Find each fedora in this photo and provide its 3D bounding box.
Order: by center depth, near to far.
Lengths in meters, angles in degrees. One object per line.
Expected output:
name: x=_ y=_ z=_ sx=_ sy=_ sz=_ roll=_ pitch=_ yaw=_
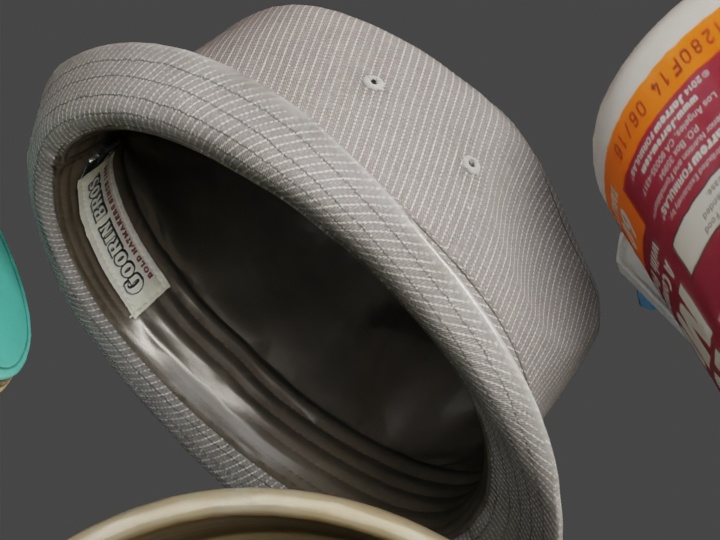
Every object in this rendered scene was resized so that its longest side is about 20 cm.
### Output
fedora: x=0.000 y=0.000 z=0.761 sx=0.200 sy=0.177 sz=0.090 roll=39 pitch=58 yaw=10

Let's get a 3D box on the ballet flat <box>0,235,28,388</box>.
ballet flat: x=-0.168 y=-0.038 z=0.772 sx=0.063 sy=0.201 sz=0.069 roll=-11 pitch=39 yaw=25

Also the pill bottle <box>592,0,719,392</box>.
pill bottle: x=0.146 y=0.019 z=0.651 sx=0.109 sy=0.110 sz=0.201 roll=-29 pitch=55 yaw=2

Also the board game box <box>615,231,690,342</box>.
board game box: x=0.207 y=0.006 z=0.730 sx=0.199 sy=0.026 sz=0.200 roll=-35 pitch=56 yaw=-12

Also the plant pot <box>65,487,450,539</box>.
plant pot: x=-0.016 y=0.163 z=0.714 sx=0.198 sy=0.174 sz=0.202 roll=-1 pitch=82 yaw=6
